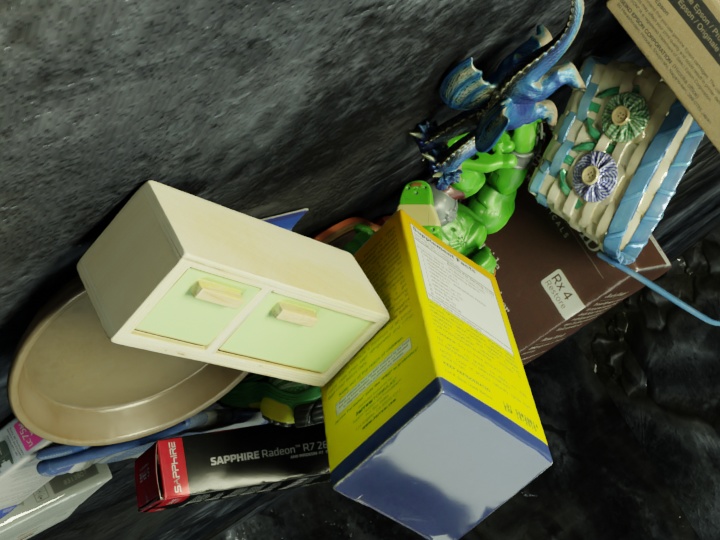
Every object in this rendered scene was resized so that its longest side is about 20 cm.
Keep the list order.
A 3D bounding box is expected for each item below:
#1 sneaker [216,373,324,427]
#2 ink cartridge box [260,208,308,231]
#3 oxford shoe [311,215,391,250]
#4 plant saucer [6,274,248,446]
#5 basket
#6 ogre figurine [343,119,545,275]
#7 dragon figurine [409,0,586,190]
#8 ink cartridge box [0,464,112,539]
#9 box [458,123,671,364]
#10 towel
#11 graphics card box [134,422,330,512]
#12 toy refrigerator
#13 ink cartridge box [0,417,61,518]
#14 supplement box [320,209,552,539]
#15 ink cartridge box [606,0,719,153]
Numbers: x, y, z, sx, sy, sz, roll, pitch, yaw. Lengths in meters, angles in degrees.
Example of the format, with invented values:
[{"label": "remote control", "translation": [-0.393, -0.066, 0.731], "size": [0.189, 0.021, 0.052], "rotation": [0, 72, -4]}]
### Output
[{"label": "sneaker", "translation": [-0.069, 0.073, 0.982], "size": [0.077, 0.086, 0.199], "rotation": [-4, -177, -31]}, {"label": "ink cartridge box", "translation": [-0.119, 0.027, 0.927], "size": [0.099, 0.039, 0.200], "rotation": [-17, 160, -49]}, {"label": "oxford shoe", "translation": [0.000, 0.000, 1.028], "size": [0.071, 0.073, 0.199], "rotation": [-40, 166, 34]}, {"label": "plant saucer", "translation": [-0.149, 0.049, 0.823], "size": [0.198, 0.030, 0.201], "rotation": [-22, 146, -15]}, {"label": "basket", "translation": [0.247, -0.072, 0.960], "size": [0.178, 0.199, 0.139], "rotation": [-66, 164, 8]}, {"label": "ogre figurine", "translation": [0.074, -0.044, 0.987], "size": [0.201, 0.097, 0.120], "rotation": [-59, 158, -21]}, {"label": "dragon figurine", "translation": [0.096, -0.120, 0.822], "size": [0.099, 0.059, 0.200], "rotation": [-28, 169, -19]}, {"label": "ink cartridge box", "translation": [-0.357, 0.250, 1.219], "size": [0.162, 0.058, 0.200], "rotation": [-24, 174, -34]}, {"label": "box", "translation": [0.162, -0.015, 1.150], "size": [0.199, 0.167, 0.164], "rotation": [-37, 166, 22]}, {"label": "towel", "translation": [-0.171, 0.145, 1.023], "size": [0.145, 0.024, 0.200], "rotation": [-17, 172, 13]}, {"label": "graphics card box", "translation": [-0.081, 0.157, 0.984], "size": [0.198, 0.051, 0.125], "rotation": [-5, 166, -20]}, {"label": "toy refrigerator", "translation": [-0.073, 0.017, 0.756], "size": [0.076, 0.070, 0.199], "rotation": [-45, 145, 18]}, {"label": "ink cartridge box", "translation": [-0.295, 0.165, 1.029], "size": [0.199, 0.042, 0.119], "rotation": [-39, 167, 19]}, {"label": "supplement box", "translation": [0.043, 0.073, 0.847], "size": [0.108, 0.201, 0.109], "rotation": [33, 117, -28]}, {"label": "ink cartridge box", "translation": [0.301, -0.172, 0.871], "size": [0.199, 0.165, 0.075], "rotation": [-22, 161, -40]}]
